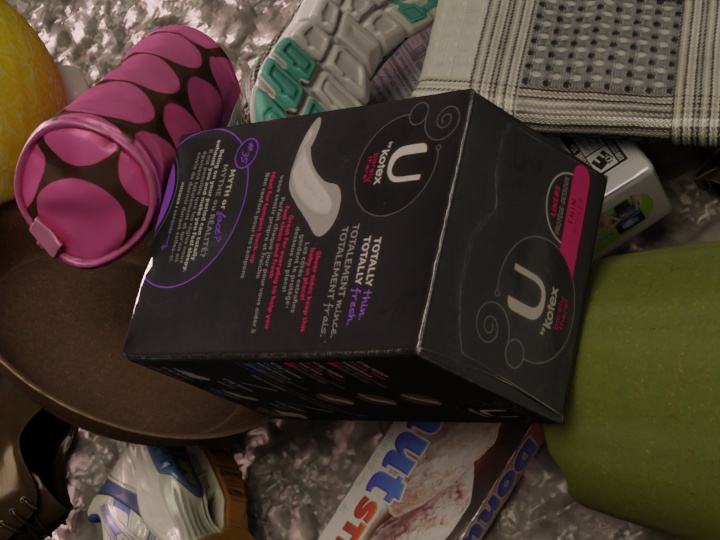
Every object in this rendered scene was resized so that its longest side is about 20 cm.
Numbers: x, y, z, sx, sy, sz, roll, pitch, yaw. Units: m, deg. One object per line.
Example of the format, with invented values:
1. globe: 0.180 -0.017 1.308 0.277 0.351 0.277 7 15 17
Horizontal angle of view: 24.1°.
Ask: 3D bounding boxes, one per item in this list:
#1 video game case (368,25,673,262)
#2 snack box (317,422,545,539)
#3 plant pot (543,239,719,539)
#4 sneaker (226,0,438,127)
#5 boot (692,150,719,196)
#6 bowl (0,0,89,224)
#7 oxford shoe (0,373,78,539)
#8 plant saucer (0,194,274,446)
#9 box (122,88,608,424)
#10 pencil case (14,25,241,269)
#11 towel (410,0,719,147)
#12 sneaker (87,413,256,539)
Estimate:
1. video game case: 0.045 -0.057 0.928 0.181 0.045 0.201 -32 49 5
2. snack box: 0.037 0.113 0.875 0.072 0.024 0.201 27 79 35
3. plant pot: 0.190 0.058 0.758 0.189 0.200 0.201 2 66 39
4. sneaker: -0.019 -0.124 0.932 0.091 0.078 0.200 -34 17 54
5. boot: 0.285 -0.067 0.833 0.199 0.069 0.175 27 79 42
6. bowl: -0.223 -0.083 1.021 0.107 0.201 0.201 -6 53 -28
7. oxford shoe: -0.210 0.140 0.944 0.084 0.073 0.201 11 71 25
8. plant saucer: -0.127 0.030 0.916 0.201 0.199 0.037 52 129 33
9. box: 0.000 0.000 0.792 0.199 0.106 0.123 -3 68 45
10. pencil case: -0.125 -0.067 0.926 0.093 0.200 0.091 -35 100 20
11. towel: 0.137 -0.145 0.899 0.191 0.035 0.201 5 49 15
12. sneaker: -0.090 0.167 0.872 0.088 0.075 0.200 -49 36 19
